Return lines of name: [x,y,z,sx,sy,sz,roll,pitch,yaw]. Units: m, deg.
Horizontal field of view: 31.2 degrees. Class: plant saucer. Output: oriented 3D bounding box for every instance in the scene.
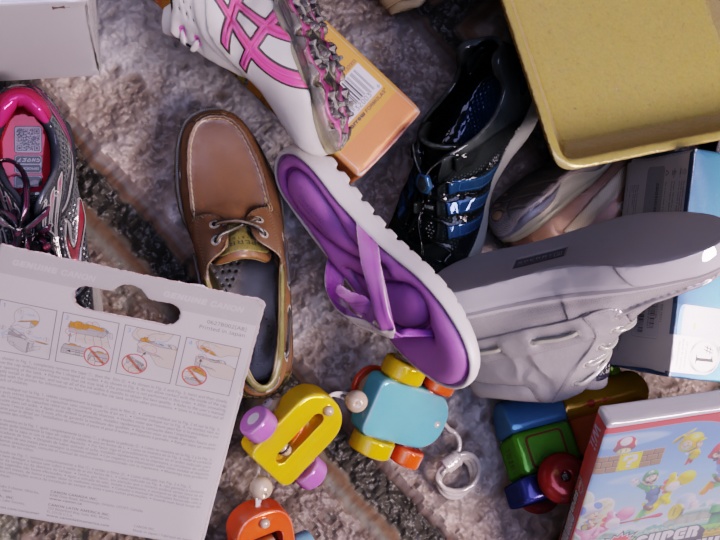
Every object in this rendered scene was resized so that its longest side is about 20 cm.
plant saucer: [0.178,-0.167,0.855,0.200,0.048,0.200,-12,78,-20]

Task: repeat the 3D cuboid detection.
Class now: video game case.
video game case: [0.204,0.157,0.856,0.143,0.017,0.200,-6,131,-15]

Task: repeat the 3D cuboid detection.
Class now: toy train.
toy train: [0.188,0.091,0.902,0.200,0.085,0.116,-14,76,-11]
toy train: [-0.020,0.134,0.874,0.200,0.056,0.150,-23,118,-20]

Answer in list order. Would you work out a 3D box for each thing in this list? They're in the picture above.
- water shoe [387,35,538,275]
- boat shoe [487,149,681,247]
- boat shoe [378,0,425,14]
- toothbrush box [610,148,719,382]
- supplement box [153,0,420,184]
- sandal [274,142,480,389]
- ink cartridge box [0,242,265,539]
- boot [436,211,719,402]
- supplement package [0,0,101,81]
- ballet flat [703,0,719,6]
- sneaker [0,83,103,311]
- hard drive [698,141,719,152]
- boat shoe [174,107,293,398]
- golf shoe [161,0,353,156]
water shoe: [0.052,-0.063,0.866,0.071,0.079,0.200,23,88,36]
boat shoe: [0.182,-0.067,0.911,0.200,0.076,0.072,-37,104,-7]
boat shoe: [0.093,-0.241,0.904,0.200,0.075,0.069,-22,97,-3]
toothbrush box: [0.278,0.006,0.865,0.200,0.085,0.147,8,89,-20]
supplement box: [-0.056,-0.150,0.872,0.200,0.067,0.069,44,84,-5]
sandal: [-0.001,0.004,0.836,0.050,0.083,0.203,-28,66,-28]
ink cartridge box: [-0.156,0.075,0.802,0.161,0.050,0.200,12,117,-9]
boot: [0.147,0.028,0.813,0.074,0.200,0.096,-52,124,-51]
supplement package: [-0.241,-0.185,0.771,0.155,0.200,0.111,-5,87,-10]
ballet flat: [0.299,-0.210,0.899,0.064,0.200,0.068,29,69,-51]
sneaker: [-0.215,-0.020,0.832,0.080,0.075,0.200,-10,90,-11]
hard drive: [0.323,-0.092,0.951,0.139,0.038,0.200,16,85,-9]
boat shoe: [-0.077,-0.015,0.859,0.072,0.068,0.200,-14,89,-10]
golf shoe: [-0.073,-0.156,0.808,0.092,0.073,0.200,-27,90,15]
